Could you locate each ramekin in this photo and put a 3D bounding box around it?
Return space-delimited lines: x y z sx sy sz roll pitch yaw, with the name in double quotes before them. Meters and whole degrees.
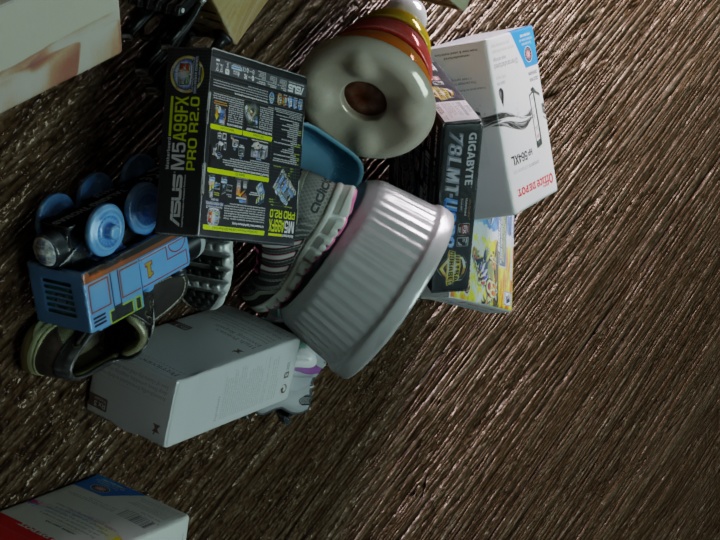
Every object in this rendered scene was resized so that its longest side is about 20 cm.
"ramekin" 0.000 0.000 1.780 0.202 0.094 0.202 -54 -171 12

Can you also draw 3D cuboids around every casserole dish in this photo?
"casserole dish" -0.071 -0.090 1.790 0.121 0.039 0.200 -53 150 4

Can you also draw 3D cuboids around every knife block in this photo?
"knife block" -0.128 -0.245 1.602 0.200 0.064 0.176 -17 121 -56

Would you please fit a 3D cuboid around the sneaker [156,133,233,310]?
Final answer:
"sneaker" -0.142 -0.055 1.687 0.081 0.075 0.200 -47 145 -54

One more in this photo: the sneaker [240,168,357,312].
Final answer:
"sneaker" -0.079 -0.036 1.735 0.200 0.087 0.074 -50 -169 48

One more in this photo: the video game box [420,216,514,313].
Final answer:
"video game box" 0.130 -0.057 2.121 0.182 0.047 0.200 12 79 -59

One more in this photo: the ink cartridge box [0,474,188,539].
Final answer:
"ink cartridge box" -0.262 0.256 1.607 0.200 0.116 0.067 -16 120 -55

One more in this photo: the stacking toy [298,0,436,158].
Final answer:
"stacking toy" 0.030 -0.225 1.848 0.200 0.146 0.146 -64 154 -45

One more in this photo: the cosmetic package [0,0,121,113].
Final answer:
"cosmetic package" -0.282 -0.178 1.336 0.200 0.103 0.087 -35 134 -45

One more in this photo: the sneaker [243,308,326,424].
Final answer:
"sneaker" -0.065 0.100 1.909 0.200 0.078 0.140 -21 126 -43

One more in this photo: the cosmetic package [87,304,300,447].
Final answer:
"cosmetic package" -0.158 0.098 1.709 0.200 0.102 0.074 -17 124 -57

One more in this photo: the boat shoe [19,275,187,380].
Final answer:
"boat shoe" -0.218 0.052 1.610 0.200 0.065 0.073 -35 143 -45

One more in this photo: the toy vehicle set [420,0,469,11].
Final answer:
"toy vehicle set" 0.016 -0.309 1.749 0.200 0.124 0.027 22 87 -62

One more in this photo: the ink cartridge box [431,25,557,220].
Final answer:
"ink cartridge box" 0.151 -0.168 2.032 0.146 0.084 0.200 -28 110 -60

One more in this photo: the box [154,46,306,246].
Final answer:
"box" -0.111 -0.105 1.571 0.200 0.044 0.160 3 92 -68

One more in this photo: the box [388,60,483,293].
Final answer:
"box" 0.076 -0.108 1.919 0.050 0.199 0.200 -4 118 -12

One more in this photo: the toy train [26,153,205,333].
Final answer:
"toy train" -0.206 -0.027 1.560 0.200 0.087 0.114 -32 126 -47
